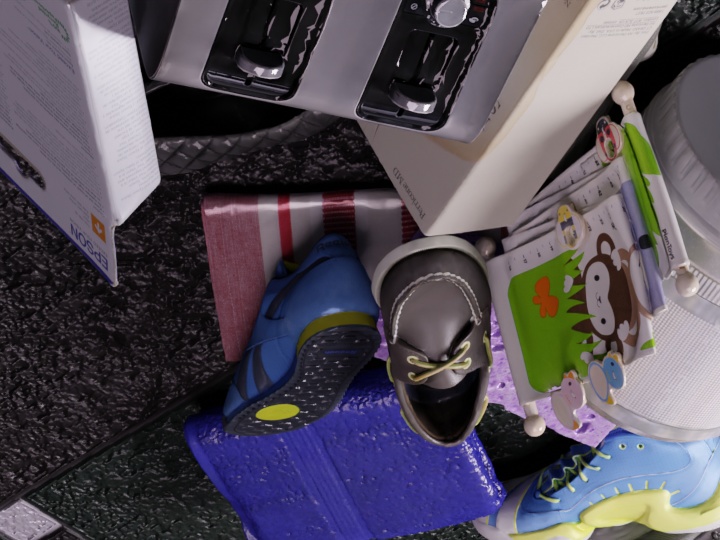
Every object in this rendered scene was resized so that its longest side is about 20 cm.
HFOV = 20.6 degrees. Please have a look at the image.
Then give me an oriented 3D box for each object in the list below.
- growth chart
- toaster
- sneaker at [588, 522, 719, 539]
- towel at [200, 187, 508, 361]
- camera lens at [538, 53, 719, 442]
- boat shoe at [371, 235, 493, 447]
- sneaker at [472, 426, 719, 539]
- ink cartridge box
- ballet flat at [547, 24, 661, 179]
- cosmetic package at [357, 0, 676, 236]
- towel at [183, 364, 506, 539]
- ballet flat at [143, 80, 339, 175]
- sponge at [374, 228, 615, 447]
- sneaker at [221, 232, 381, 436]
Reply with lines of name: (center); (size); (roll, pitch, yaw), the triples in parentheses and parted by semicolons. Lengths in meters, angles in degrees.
growth chart: (0.128, 0.004, 1.146); (0.018, 0.146, 0.200); (-7, 156, -30)
toaster: (-0.023, -0.164, 1.007); (0.179, 0.201, 0.119); (10, 121, -22)
sneaker: (0.247, 0.207, 1.473); (0.199, 0.080, 0.074); (-31, 126, 28)
towel: (0.000, 0.000, 1.305); (0.198, 0.023, 0.145); (-2, 134, 2)
camera lens: (0.204, -0.008, 1.188); (0.158, 0.161, 0.201); (15, 135, -14)
boat shoe: (0.049, 0.045, 1.210); (0.071, 0.061, 0.202); (-11, 153, 1)
sneaker: (0.171, 0.136, 1.420); (0.198, 0.076, 0.106); (-8, 117, 11)
ink cartridge box: (-0.181, -0.121, 1.073); (0.040, 0.199, 0.201); (-30, 143, -25)
ballet flat: (0.135, -0.126, 1.149); (0.063, 0.068, 0.201); (-4, 145, -33)
cosmetic package: (0.083, -0.123, 1.101); (0.073, 0.104, 0.201); (-8, 145, -38)
towel: (-0.010, 0.133, 1.415); (0.198, 0.050, 0.148); (-14, 126, 19)
ballet flat: (-0.068, -0.101, 1.160); (0.199, 0.067, 0.057); (-22, 168, 27)
sponge: (0.103, 0.042, 1.311); (0.198, 0.030, 0.112); (22, 129, -21)
sneaker: (-0.042, 0.045, 1.299); (0.065, 0.079, 0.200); (0, 152, -25)
